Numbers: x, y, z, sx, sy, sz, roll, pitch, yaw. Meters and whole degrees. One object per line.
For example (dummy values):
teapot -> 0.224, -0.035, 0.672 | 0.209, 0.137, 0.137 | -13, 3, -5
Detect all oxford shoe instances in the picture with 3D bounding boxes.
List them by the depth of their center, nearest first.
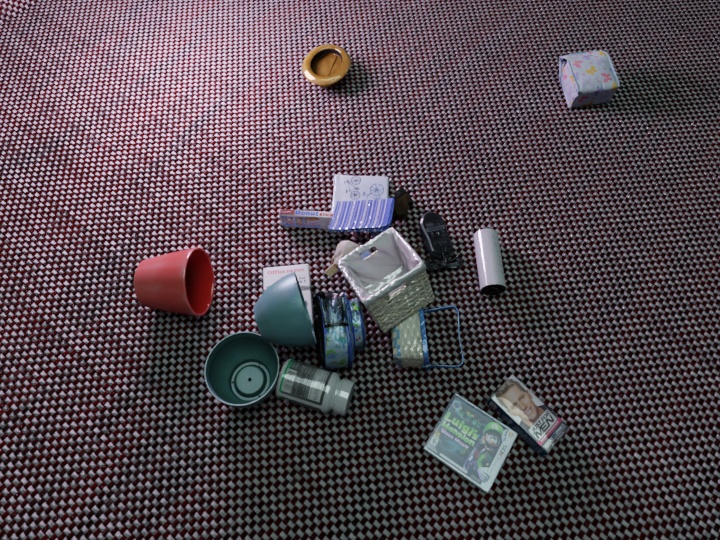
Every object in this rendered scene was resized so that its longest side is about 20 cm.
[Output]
oxford shoe -> 0.113, -0.196, 1.745 | 0.084, 0.073, 0.200 | 43, 54, 5

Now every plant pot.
plant pot -> -0.210, 0.120, 1.436 | 0.133, 0.201, 0.202 | -17, 63, -5
plant pot -> -0.313, 0.288, 1.473 | 0.197, 0.135, 0.203 | 0, 63, 0
plant pot -> -0.554, 0.035, 1.586 | 0.175, 0.201, 0.203 | -2, 62, 10

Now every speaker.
speaker -> 0.403, -0.027, 1.669 | 0.080, 0.081, 0.202 | -1, 63, -1

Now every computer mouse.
computer mouse -> 0.239, -0.090, 1.720 | 0.137, 0.053, 0.203 | -7, 71, -15

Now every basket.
basket -> 0.074, 0.026, 1.498 | 0.197, 0.162, 0.201 | -32, 45, -4
basket -> 0.187, 0.190, 1.518 | 0.197, 0.139, 0.179 | -6, 63, 11

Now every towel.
towel -> 0.006, -0.175, 1.666 | 0.197, 0.024, 0.146 | -1, 47, 15

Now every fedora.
fedora -> -0.128, -0.775, 2.060 | 0.198, 0.082, 0.203 | -1, 67, 2

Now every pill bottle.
pill bottle -> -0.123, 0.323, 1.466 | 0.197, 0.113, 0.114 | 16, 63, 8

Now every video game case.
video game case -> 0.298, 0.462, 1.445 | 0.199, 0.023, 0.182 | 31, 66, 15

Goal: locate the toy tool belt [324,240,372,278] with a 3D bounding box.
toy tool belt -> 0.000, 0.000, 1.644 | 0.198, 0.125, 0.124 | 26, 83, -5

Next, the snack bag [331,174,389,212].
snack bag -> -0.002, -0.244, 1.816 | 0.197, 0.021, 0.191 | 3, 62, 1

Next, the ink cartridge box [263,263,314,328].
ink cartridge box -> -0.216, 0.090, 1.604 | 0.144, 0.085, 0.202 | -6, 64, -4

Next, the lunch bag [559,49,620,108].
lunch bag -> 0.854, -0.731, 2.016 | 0.167, 0.127, 0.203 | -9, 72, -2

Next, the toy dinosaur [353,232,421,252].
toy dinosaur -> 0.062, -0.097, 1.731 | 0.198, 0.106, 0.182 | -3, 45, -40

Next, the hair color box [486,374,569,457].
hair color box -> 0.454, 0.395, 1.460 | 0.100, 0.061, 0.200 | -40, 68, -19

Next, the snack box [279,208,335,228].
snack box -> -0.163, -0.167, 1.746 | 0.197, 0.072, 0.025 | 4, 63, 2

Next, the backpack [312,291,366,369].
backpack -> -0.057, 0.173, 1.508 | 0.145, 0.183, 0.203 | -3, 73, -5
